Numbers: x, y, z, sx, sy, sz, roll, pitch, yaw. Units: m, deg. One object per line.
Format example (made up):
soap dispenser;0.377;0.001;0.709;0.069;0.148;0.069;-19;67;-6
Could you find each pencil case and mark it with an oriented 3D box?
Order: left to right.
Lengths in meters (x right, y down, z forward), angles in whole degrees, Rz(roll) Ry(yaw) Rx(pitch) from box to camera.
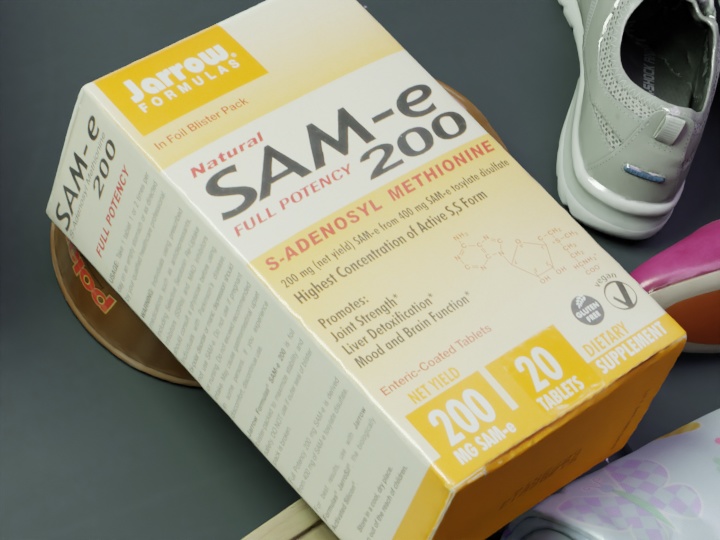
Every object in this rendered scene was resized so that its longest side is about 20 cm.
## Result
pencil case;0.144;0.098;1.004;0.199;0.083;0.091;-23;64;-35

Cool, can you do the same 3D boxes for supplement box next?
supplement box;0.000;0.000;0.947;0.126;0.074;0.200;-30;66;-36

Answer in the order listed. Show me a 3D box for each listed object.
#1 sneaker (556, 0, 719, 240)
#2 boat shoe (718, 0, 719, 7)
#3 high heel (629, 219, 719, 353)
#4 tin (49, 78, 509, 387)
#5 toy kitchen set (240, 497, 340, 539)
sneaker;0.131;-0.112;1.136;0.074;0.082;0.201;14;54;-16
boat shoe;0.189;-0.111;1.145;0.071;0.070;0.201;4;26;-3
high heel;0.167;-0.025;1.116;0.199;0.068;0.096;-10;56;-37
tin;-0.024;-0.020;1.035;0.199;0.042;0.112;-15;70;-32
toy kitchen set;-0.016;0.159;0.830;0.200;0.181;0.163;-32;77;-37
